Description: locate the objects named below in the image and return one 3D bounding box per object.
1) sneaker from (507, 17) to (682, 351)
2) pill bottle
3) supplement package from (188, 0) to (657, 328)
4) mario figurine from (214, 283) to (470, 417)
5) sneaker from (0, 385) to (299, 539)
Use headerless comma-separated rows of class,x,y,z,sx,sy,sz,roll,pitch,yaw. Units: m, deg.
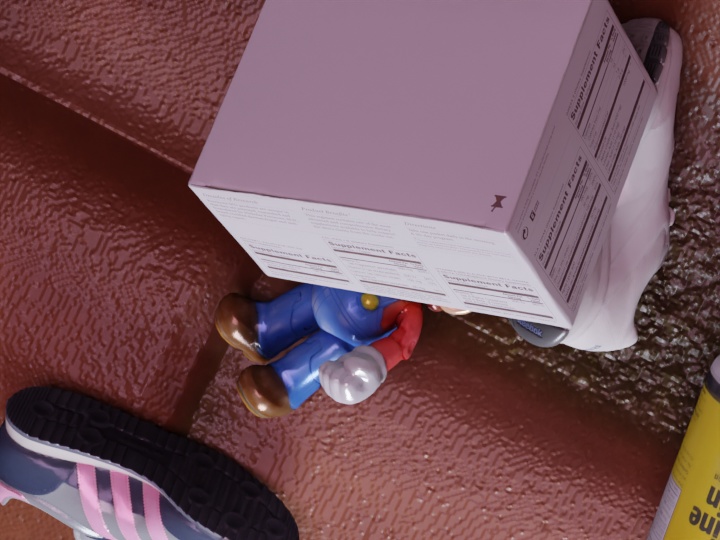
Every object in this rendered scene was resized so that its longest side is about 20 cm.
sneaker,0.145,-0.047,1.449,0.074,0.087,0.201,17,88,46
pill bottle,0.226,0.154,1.452,0.112,0.112,0.201,19,105,7
supplement package,0.036,-0.074,1.377,0.199,0.111,0.156,10,67,29
mario figurine,0.000,0.000,1.469,0.200,0.106,0.124,-34,92,18
sneaker,-0.135,0.146,1.556,0.200,0.070,0.082,27,124,6
